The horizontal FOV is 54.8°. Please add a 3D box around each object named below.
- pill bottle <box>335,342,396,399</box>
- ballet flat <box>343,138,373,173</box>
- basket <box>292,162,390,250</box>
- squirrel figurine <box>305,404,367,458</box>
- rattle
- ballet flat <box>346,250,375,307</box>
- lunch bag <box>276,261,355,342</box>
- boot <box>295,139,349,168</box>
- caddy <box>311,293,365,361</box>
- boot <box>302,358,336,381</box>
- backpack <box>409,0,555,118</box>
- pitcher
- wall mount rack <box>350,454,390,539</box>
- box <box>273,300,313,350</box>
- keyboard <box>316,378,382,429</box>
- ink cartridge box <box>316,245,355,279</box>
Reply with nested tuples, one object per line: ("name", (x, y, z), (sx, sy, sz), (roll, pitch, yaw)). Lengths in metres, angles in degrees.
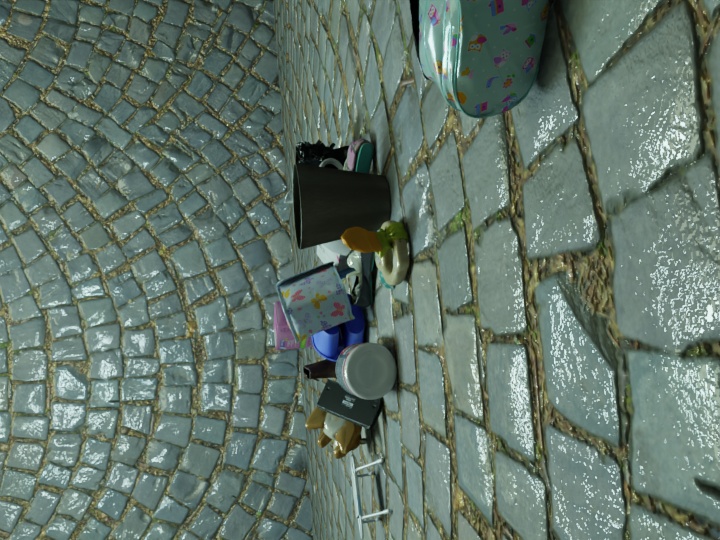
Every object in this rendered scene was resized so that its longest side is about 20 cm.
("pill bottle", (0.005, 0.225, 1.575), (0.200, 0.116, 0.124), (151, 114, -77))
("ballet flat", (-0.017, -0.200, 1.596), (0.070, 0.068, 0.206), (14, 95, 53))
("basket", (-0.042, -0.143, 1.493), (0.136, 0.194, 0.186), (-144, 50, -74))
("squirrel figurine", (-0.029, 0.395, 1.820), (0.203, 0.139, 0.188), (-61, -29, -21))
("rattle", (0.019, -0.016, 1.403), (0.133, 0.140, 0.200), (66, 160, 6))
("ballet flat", (0.000, 0.000, 1.657), (0.074, 0.071, 0.205), (-112, 22, -57))
("lunch bag", (-0.122, 0.062, 1.752), (0.201, 0.165, 0.130), (-117, 7, -63))
("boot", (-0.092, -0.277, 1.795), (0.198, 0.157, 0.076), (132, 135, -74))
("caddy", (-0.061, 0.153, 1.838), (0.202, 0.137, 0.107), (-107, 22, -49))
("boot", (-0.076, 0.248, 1.871), (0.200, 0.161, 0.075), (-161, 68, -78))
("backpack", (0.126, -0.271, 0.745), (0.203, 0.162, 0.128), (89, 164, -45))
("pitcher", (-0.060, -0.154, 1.668), (0.200, 0.172, 0.121), (44, 168, 0))
("wall mount rack", (0.022, 0.552, 1.728), (0.175, 0.072, 0.205), (102, 161, -64))
("box", (-0.194, 0.182, 2.358), (0.177, 0.194, 0.099), (106, 157, -57))
("keyboard", (-0.016, 0.322, 1.716), (0.197, 0.040, 0.106), (13, 70, 43))
("ink cartridge box", (-0.058, -0.088, 1.838), (0.116, 0.067, 0.203), (51, 150, 32))
